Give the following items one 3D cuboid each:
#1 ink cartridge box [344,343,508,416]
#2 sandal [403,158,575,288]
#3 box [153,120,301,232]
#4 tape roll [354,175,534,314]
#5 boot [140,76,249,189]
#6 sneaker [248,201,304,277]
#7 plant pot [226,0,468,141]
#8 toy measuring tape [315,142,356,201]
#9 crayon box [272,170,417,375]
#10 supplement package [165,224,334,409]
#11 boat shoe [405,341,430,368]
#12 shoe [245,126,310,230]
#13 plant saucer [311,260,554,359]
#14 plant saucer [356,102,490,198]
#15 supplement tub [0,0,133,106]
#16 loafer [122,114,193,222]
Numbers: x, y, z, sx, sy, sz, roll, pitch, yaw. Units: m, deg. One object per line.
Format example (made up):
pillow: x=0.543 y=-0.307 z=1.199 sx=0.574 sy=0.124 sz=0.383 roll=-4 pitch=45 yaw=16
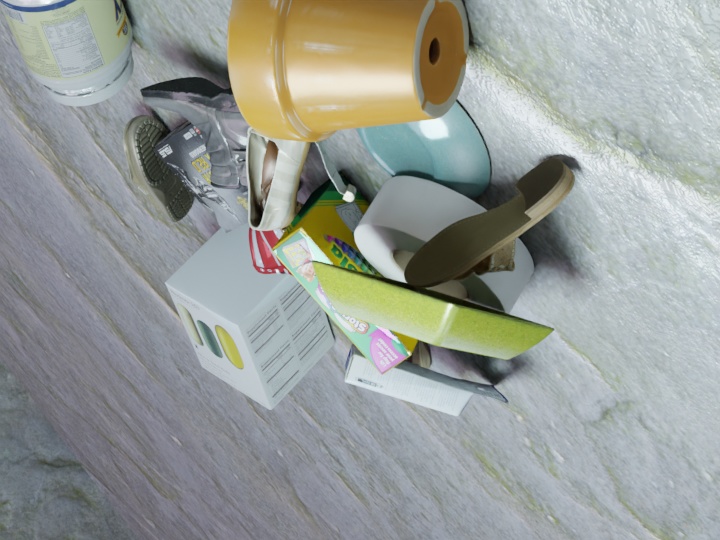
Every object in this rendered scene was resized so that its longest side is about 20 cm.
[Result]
ink cartridge box: x=0.078 y=0.144 z=1.891 sx=0.199 sy=0.041 sz=0.200 roll=17 pitch=-179 yaw=0
sandal: x=0.147 y=-0.027 z=1.560 sx=0.211 sy=0.078 sz=0.070 roll=-37 pitch=123 yaw=22
box: x=-0.182 y=-0.138 z=2.017 sx=0.159 sy=0.048 sz=0.200 roll=50 pitch=155 yaw=-12
tape roll: x=0.093 y=-0.020 z=1.706 sx=0.202 sy=0.071 sz=0.203 roll=29 pitch=163 yaw=9
boot: x=-0.188 y=-0.166 z=1.870 sx=0.199 sy=0.070 sz=0.132 roll=12 pitch=117 yaw=33
sneaker: x=-0.062 y=0.001 z=1.917 sx=0.200 sy=0.071 sz=0.112 roll=52 pitch=147 yaw=-15
plant pot: x=-0.001 y=-0.220 z=1.467 sx=0.182 sy=0.201 sz=0.201 roll=9 pitch=141 yaw=27
toy measuring tape: x=-0.033 y=-0.174 z=1.698 sx=0.073 sy=0.074 sz=0.201 roll=3 pitch=128 yaw=55
crayon box: x=0.000 y=0.000 z=1.813 sx=0.058 sy=0.173 sz=0.200 roll=-36 pitch=102 yaw=27
supplement package: x=-0.156 y=0.061 z=2.170 sx=0.151 sy=0.151 sz=0.201 roll=28 pitch=151 yaw=32
boat shoe: x=0.040 y=0.088 z=2.007 sx=0.072 sy=0.072 sz=0.201 roll=27 pitch=151 yaw=32
shoe: x=-0.101 y=-0.140 z=1.782 sx=0.070 sy=0.053 sz=0.201 roll=23 pitch=116 yaw=38
plant saucer: x=0.072 y=0.047 z=1.599 sx=0.199 sy=0.048 sz=0.199 roll=18 pitch=-178 yaw=39
plant saucer: x=0.052 y=-0.144 z=1.659 sx=0.201 sy=0.039 sz=0.201 roll=35 pitch=155 yaw=19
supplement tub: x=-0.371 y=-0.321 z=1.899 sx=0.145 sy=0.145 sz=0.200 roll=29 pitch=152 yaw=29
loafer: x=-0.302 y=-0.147 z=2.155 sx=0.068 sy=0.076 sz=0.200 roll=21 pitch=148 yaw=29
